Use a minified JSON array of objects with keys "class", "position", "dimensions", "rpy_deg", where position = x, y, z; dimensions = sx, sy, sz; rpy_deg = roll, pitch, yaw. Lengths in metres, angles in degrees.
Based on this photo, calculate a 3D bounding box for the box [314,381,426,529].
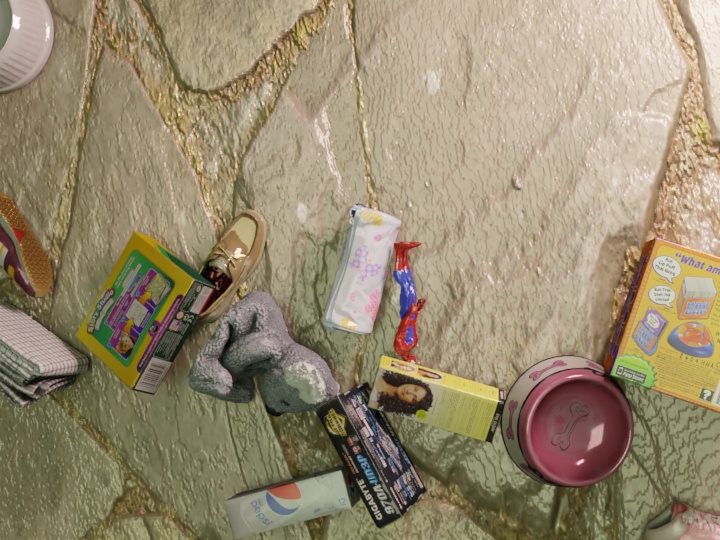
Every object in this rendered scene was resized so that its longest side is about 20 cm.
[{"class":"box","position":[0.018,0.274,1.662],"dimensions":[0.046,0.159,0.200],"rpy_deg":[-30,85,16]}]

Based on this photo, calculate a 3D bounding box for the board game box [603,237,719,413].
[{"class":"board game box","position":[0.476,0.081,1.561],"dimensions":[0.199,0.200,0.200],"rpy_deg":[19,93,10]}]

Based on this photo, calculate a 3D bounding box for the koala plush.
[{"class":"koala plush","position":[-0.127,0.148,1.690],"dimensions":[0.200,0.177,0.184],"rpy_deg":[27,84,13]}]

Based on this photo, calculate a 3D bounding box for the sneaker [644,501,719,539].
[{"class":"sneaker","position":[0.514,0.382,1.613],"dimensions":[0.200,0.075,0.105],"rpy_deg":[-21,91,14]}]

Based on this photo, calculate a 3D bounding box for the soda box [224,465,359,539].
[{"class":"soda box","position":[-0.107,0.363,1.732],"dimensions":[0.199,0.068,0.064],"rpy_deg":[-16,86,10]}]

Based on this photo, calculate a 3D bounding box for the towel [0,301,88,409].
[{"class":"towel","position":[-0.559,0.133,1.769],"dimensions":[0.200,0.166,0.086],"rpy_deg":[32,98,10]}]

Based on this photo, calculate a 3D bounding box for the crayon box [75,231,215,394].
[{"class":"crayon box","position":[-0.345,0.066,1.749],"dimensions":[0.172,0.058,0.200],"rpy_deg":[35,96,38]}]

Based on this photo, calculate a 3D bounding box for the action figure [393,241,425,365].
[{"class":"action figure","position":[0.075,0.058,1.700],"dimensions":[0.051,0.065,0.201],"rpy_deg":[4,96,12]}]

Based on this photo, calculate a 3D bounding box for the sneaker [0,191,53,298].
[{"class":"sneaker","position":[-0.588,-0.029,1.828],"dimensions":[0.090,0.075,0.200],"rpy_deg":[-33,77,16]}]

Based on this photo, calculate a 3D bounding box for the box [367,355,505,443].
[{"class":"box","position":[0.116,0.196,1.680],"dimensions":[0.199,0.050,0.076],"rpy_deg":[15,109,1]}]

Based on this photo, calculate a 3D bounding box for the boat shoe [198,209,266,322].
[{"class":"boat shoe","position":[-0.214,-0.005,1.756],"dimensions":[0.074,0.066,0.200],"rpy_deg":[27,94,9]}]

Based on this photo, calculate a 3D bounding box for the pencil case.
[{"class":"pencil case","position":[0.000,0.000,1.703],"dimensions":[0.083,0.091,0.201],"rpy_deg":[16,94,32]}]

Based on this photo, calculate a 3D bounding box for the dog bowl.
[{"class":"dog bowl","position":[0.313,0.229,1.624],"dimensions":[0.199,0.074,0.201],"rpy_deg":[-1,95,-8]}]

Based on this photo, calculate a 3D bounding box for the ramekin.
[{"class":"ramekin","position":[-0.621,-0.400,1.817],"dimensions":[0.199,0.105,0.201],"rpy_deg":[0,90,10]}]
